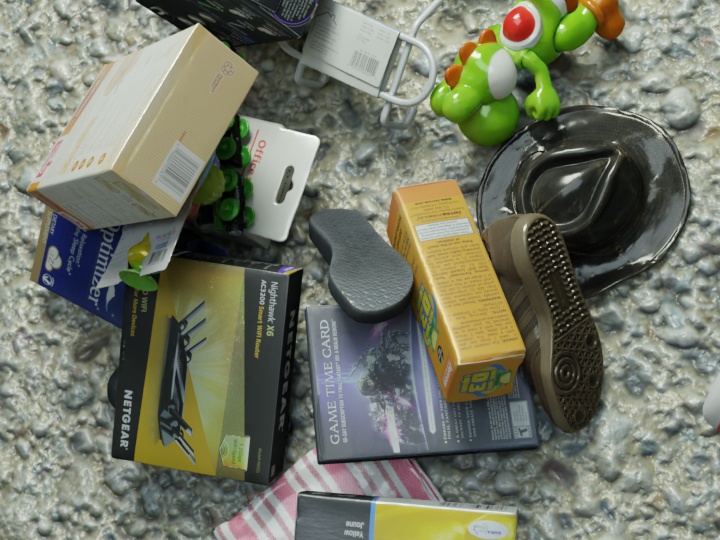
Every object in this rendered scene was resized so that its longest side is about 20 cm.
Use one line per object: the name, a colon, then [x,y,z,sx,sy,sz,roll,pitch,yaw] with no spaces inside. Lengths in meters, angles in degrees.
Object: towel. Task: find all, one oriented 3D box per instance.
towel: [-0.026,0.239,1.074,0.200,0.030,0.147,-39,69,3]

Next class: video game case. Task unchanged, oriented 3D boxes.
video game case: [0.054,0.096,1.049,0.199,0.019,0.144,-3,70,-9]

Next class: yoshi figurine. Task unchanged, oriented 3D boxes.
yoshi figurine: [0.153,-0.194,1.111,0.200,0.112,0.112,-40,98,-11]

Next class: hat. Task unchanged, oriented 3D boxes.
hat: [0.198,-0.075,1.065,0.200,0.081,0.202,-4,74,14]

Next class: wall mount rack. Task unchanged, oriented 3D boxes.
wall mount rack: [0.018,-0.240,1.131,0.200,0.074,0.174,30,109,29]

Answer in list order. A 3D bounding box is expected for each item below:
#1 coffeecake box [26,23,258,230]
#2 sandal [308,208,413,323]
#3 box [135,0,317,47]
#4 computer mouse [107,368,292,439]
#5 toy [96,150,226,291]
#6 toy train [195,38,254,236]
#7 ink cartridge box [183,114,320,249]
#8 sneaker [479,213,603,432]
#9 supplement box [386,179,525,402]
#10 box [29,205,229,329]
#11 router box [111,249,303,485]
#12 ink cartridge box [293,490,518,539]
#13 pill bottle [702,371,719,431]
coffeecake box: [-0.200,-0.122,1.047,0.200,0.073,0.154,-3,56,55]
sandal: [0.001,0.000,1.070,0.076,0.200,0.043,-3,116,-10]
box: [-0.121,-0.298,1.141,0.200,0.106,0.123,11,75,59]
computer mouse: [-0.160,0.130,1.135,0.199,0.034,0.059,8,78,16]
toy: [-0.159,-0.068,1.053,0.115,0.047,0.201,-14,46,47]
toy train: [-0.137,-0.127,1.119,0.056,0.042,0.201,-11,73,23]
ink cartridge box: [-0.136,-0.094,1.167,0.199,0.067,0.117,16,81,20]
sneaker: [0.160,0.045,1.046,0.075,0.070,0.201,-1,105,55]
supplement box: [0.081,0.015,1.038,0.068,0.067,0.201,-10,53,-14]
box: [-0.232,-0.005,1.156,0.199,0.032,0.122,25,113,15]
router box: [-0.143,0.087,1.088,0.156,0.052,0.201,7,98,11]
ink cartridge box: [0.034,0.300,1.012,0.197,0.047,0.201,2,83,10]
pill bottle: [0.390,0.124,0.946,0.200,0.112,0.113,31,86,20]
